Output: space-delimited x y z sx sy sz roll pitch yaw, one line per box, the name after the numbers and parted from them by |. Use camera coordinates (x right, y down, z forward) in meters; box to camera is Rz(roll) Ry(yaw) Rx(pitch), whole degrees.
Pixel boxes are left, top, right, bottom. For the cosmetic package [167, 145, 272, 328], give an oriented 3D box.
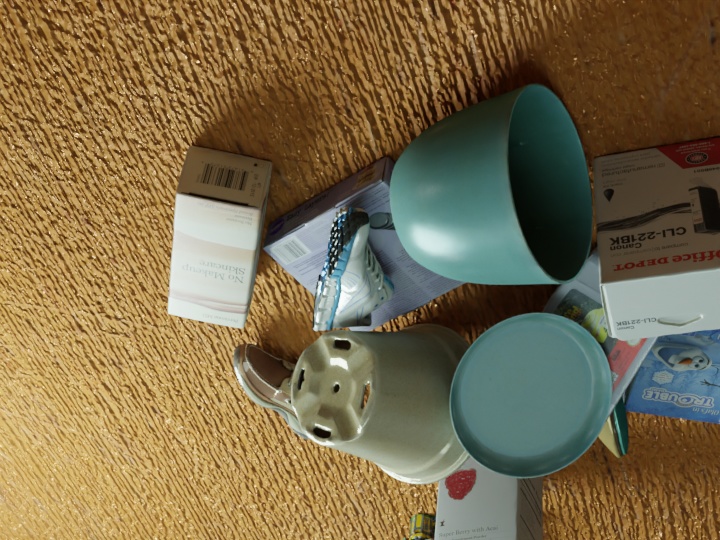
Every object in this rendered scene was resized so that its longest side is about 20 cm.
-0.167 -0.036 1.348 0.102 0.088 0.201 10 135 -2 | cosmetic package

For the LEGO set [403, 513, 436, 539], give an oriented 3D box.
0.165 0.452 1.758 0.198 0.116 0.155 -2 134 11 | LEGO set

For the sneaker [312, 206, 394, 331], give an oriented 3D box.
0.000 0.000 1.309 0.086 0.075 0.201 7 144 -7 | sneaker

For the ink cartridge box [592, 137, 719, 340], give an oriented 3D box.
0.320 -0.035 1.191 0.143 0.201 0.084 -8 133 16 | ink cartridge box

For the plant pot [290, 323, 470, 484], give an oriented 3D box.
0.022 0.149 1.379 0.200 0.202 0.183 -28 153 31 | plant pot

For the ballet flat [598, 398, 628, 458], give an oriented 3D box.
0.300 0.145 1.455 0.062 0.069 0.202 -2 113 22 | ballet flat

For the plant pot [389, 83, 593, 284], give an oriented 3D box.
0.128 -0.078 1.193 0.160 0.202 0.201 -8 134 34 | plant pot

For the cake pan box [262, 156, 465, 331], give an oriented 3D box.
0.010 -0.021 1.362 0.199 0.053 0.184 -29 122 31 | cake pan box

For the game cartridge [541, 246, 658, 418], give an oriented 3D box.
0.278 0.077 1.372 0.133 0.041 0.201 32 121 15 | game cartridge

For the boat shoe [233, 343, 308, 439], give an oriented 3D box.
-0.093 0.152 1.541 0.071 0.076 0.200 -24 136 24 | boat shoe

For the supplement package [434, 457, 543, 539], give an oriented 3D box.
0.178 0.332 1.578 0.120 0.201 0.120 -13 132 20 | supplement package

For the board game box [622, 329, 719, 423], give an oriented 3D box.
0.446 0.113 1.430 0.198 0.044 0.200 7 136 3 | board game box

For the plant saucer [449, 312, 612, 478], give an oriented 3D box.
0.198 0.145 1.352 0.198 0.027 0.202 -2 102 -9 | plant saucer
